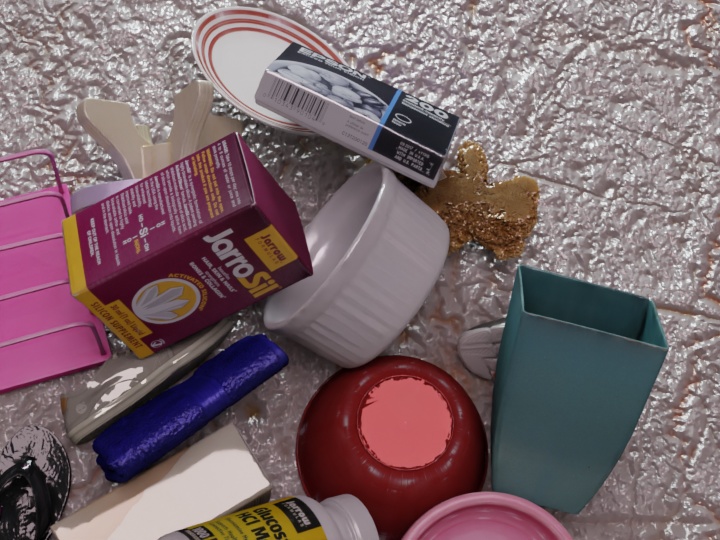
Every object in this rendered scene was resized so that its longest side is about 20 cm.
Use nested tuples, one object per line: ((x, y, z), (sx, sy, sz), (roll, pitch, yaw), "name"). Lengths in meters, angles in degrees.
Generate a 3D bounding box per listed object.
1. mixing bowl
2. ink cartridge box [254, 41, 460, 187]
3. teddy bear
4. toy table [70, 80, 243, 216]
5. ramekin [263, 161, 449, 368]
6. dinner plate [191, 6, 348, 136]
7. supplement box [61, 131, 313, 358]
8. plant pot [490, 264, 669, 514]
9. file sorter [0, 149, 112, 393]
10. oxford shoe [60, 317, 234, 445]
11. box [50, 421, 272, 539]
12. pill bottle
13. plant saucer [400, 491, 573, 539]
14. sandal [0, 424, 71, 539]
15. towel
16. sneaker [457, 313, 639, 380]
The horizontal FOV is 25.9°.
((0.039, 0.164, 1.544), (0.199, 0.108, 0.201), (2, 69, -6), "mixing bowl")
((0.004, -0.169, 1.596), (0.197, 0.200, 0.044), (25, 110, -1), "ink cartridge box")
((0.091, -0.071, 1.672), (0.199, 0.067, 0.146), (-2, 60, 0), "teddy bear")
((-0.201, -0.109, 1.594), (0.200, 0.183, 0.118), (9, 69, -46), "toy table")
((0.000, 0.000, 1.555), (0.098, 0.200, 0.201), (35, 68, -16), "ramekin")
((-0.092, -0.210, 1.683), (0.199, 0.024, 0.201), (19, 42, -18), "dinner plate")
((-0.166, -0.021, 1.500), (0.199, 0.131, 0.103), (-27, 49, 11), "supplement box")
((0.197, 0.124, 1.527), (0.141, 0.141, 0.201), (14, 108, -1), "plant pot")
((-0.343, 0.000, 1.552), (0.138, 0.126, 0.201), (-15, 71, -8), "file sorter")
((-0.216, 0.098, 1.561), (0.200, 0.075, 0.058), (-33, 80, -12), "oxford shoe")
((-0.189, 0.236, 1.500), (0.200, 0.095, 0.078), (-29, 74, -17), "box")
((-0.086, 0.273, 1.448), (0.199, 0.112, 0.113), (-13, 70, -32), "pill bottle")
((0.119, 0.314, 1.507), (0.200, 0.051, 0.202), (1, 83, -6), "plant saucer")
((-0.329, 0.243, 1.505), (0.075, 0.048, 0.201), (13, 69, -1), "sandal")
((-0.169, 0.129, 1.513), (0.200, 0.148, 0.050), (-36, 92, -16), "towel")
((0.199, 0.064, 1.632), (0.199, 0.077, 0.082), (-6, 33, 2), "sneaker")
